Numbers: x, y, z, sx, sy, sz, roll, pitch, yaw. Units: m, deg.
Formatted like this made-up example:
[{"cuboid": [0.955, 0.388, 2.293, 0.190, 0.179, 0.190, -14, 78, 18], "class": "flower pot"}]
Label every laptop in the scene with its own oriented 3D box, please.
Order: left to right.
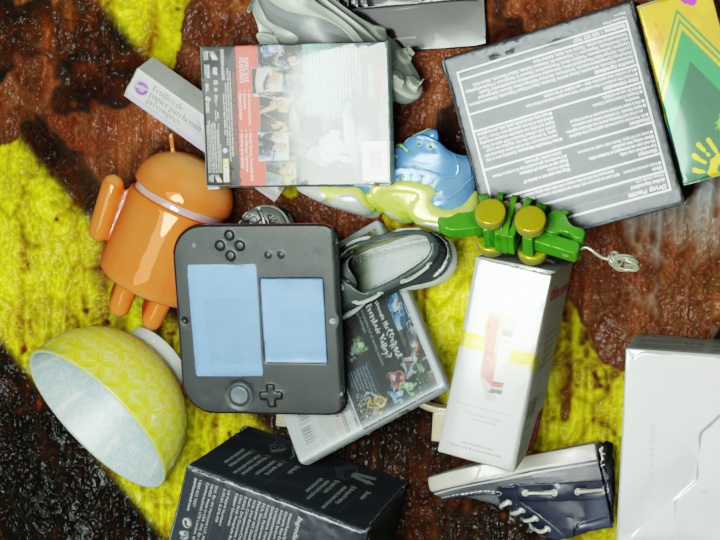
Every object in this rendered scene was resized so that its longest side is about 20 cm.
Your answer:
[{"cuboid": [0.031, -0.326, 1.616, 0.175, 0.103, 0.203, -2, 95, 15], "class": "laptop"}]

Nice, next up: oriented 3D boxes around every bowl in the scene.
[{"cuboid": [-0.253, 0.126, 1.723, 0.200, 0.201, 0.108, 39, 62, 8], "class": "bowl"}]

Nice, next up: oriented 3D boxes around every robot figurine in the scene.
[{"cuboid": [-0.205, -0.040, 1.702, 0.143, 0.116, 0.202, 29, 101, 26], "class": "robot figurine"}]

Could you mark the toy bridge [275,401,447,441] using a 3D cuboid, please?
[{"cuboid": [0.006, 0.142, 1.709, 0.197, 0.027, 0.068, 3, 95, 14], "class": "toy bridge"}]

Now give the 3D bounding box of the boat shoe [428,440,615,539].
[{"cuboid": [0.172, 0.239, 1.649, 0.197, 0.075, 0.094, -12, 85, 15], "class": "boat shoe"}]

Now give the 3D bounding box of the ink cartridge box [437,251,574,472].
[{"cuboid": [0.149, 0.084, 1.605, 0.082, 0.145, 0.203, 13, 99, 14], "class": "ink cartridge box"}]

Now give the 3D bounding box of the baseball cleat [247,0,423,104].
[{"cuboid": [-0.029, -0.229, 1.653, 0.200, 0.070, 0.107, 42, 129, -2], "class": "baseball cleat"}]

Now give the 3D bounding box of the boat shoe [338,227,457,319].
[{"cuboid": [0.000, 0.000, 1.640, 0.198, 0.060, 0.077, -22, 69, 19], "class": "boat shoe"}]

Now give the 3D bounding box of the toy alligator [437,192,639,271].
[{"cuboid": [0.173, -0.041, 1.512, 0.197, 0.060, 0.055, 11, 60, 15], "class": "toy alligator"}]

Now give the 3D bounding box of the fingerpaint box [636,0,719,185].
[{"cuboid": [0.322, -0.174, 1.504, 0.072, 0.200, 0.169, -14, 93, 16], "class": "fingerpaint box"}]

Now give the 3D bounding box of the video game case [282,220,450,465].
[{"cuboid": [-0.019, 0.076, 1.677, 0.181, 0.023, 0.202, -29, 66, 16], "class": "video game case"}]

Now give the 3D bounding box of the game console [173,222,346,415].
[{"cuboid": [-0.104, 0.050, 1.633, 0.174, 0.031, 0.203, 1, 104, 16], "class": "game console"}]

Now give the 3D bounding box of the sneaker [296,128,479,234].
[{"cuboid": [0.034, -0.104, 1.658, 0.197, 0.076, 0.106, 14, 90, 2], "class": "sneaker"}]

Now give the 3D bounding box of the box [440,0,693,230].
[{"cuboid": [0.208, -0.141, 1.576, 0.198, 0.123, 0.201, -14, 92, 18], "class": "box"}]

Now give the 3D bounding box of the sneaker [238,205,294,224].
[{"cuboid": [-0.114, 0.024, 1.689, 0.073, 0.079, 0.202, 24, 104, 8], "class": "sneaker"}]

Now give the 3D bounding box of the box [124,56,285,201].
[{"cuboid": [-0.156, -0.150, 1.679, 0.199, 0.042, 0.039, 35, 123, 1], "class": "box"}]

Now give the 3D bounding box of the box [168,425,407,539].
[{"cuboid": [-0.074, 0.264, 1.655, 0.198, 0.197, 0.119, 18, 101, 12], "class": "box"}]

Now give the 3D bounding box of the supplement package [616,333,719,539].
[{"cuboid": [0.341, 0.174, 1.580, 0.154, 0.111, 0.203, 4, 97, 15], "class": "supplement package"}]

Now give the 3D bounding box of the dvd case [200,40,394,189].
[{"cuboid": [-0.065, -0.158, 1.616, 0.197, 0.022, 0.148, 0, 98, 14], "class": "dvd case"}]
